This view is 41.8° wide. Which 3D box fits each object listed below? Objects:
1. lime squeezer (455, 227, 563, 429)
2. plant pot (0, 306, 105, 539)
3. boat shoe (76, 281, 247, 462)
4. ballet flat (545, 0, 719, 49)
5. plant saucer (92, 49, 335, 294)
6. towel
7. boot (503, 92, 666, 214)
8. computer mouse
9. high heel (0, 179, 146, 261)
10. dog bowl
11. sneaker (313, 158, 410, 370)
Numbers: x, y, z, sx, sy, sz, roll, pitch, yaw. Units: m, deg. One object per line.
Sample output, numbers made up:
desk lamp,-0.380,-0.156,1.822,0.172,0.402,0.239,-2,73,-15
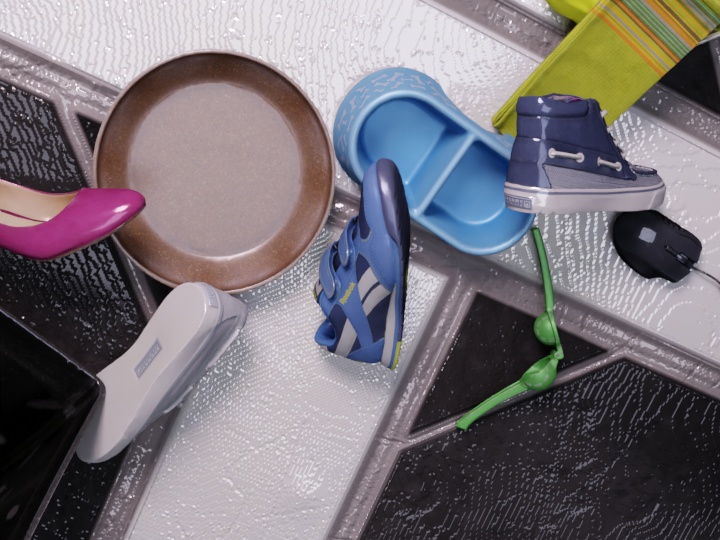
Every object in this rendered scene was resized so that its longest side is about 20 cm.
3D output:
lime squeezer,0.157,0.065,0.879,0.070,0.038,0.202,23,101,18
plant pot,-0.350,0.141,0.721,0.199,0.201,0.177,39,115,-16
boat shoe,-0.171,0.091,0.806,0.068,0.072,0.201,20,113,-48
ballet flat,0.250,-0.220,0.803,0.197,0.067,0.068,-6,95,-11
plant saucer,-0.121,-0.081,0.789,0.198,0.037,0.203,-2,104,-10
towel,0.205,-0.169,0.790,0.086,0.018,0.200,36,121,-14
boot,0.197,-0.099,0.786,0.199,0.072,0.092,-8,108,-45
computer mouse,0.319,0.002,0.886,0.198,0.034,0.059,27,96,-15
high heel,-0.266,-0.057,0.729,0.198,0.068,0.097,-14,115,13
dog bowl,0.069,-0.087,0.805,0.199,0.050,0.112,32,104,-16
sneaker,0.000,0.000,0.786,0.081,0.074,0.202,7,125,5
